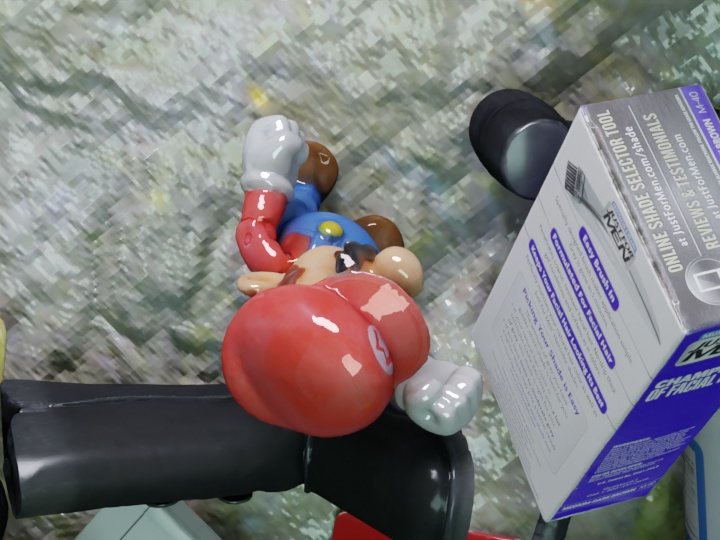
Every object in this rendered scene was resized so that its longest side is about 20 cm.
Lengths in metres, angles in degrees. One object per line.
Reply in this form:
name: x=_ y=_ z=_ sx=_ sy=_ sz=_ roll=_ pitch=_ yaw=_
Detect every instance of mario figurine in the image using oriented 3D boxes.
mario figurine: x=0.000 y=0.000 z=0.712 sx=0.122 sy=0.200 sz=0.107 roll=12 pitch=112 yaw=-7

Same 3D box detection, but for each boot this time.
boot: x=-0.064 y=0.090 z=0.747 sx=0.198 sy=0.165 sz=0.066 roll=4 pitch=97 yaw=-18

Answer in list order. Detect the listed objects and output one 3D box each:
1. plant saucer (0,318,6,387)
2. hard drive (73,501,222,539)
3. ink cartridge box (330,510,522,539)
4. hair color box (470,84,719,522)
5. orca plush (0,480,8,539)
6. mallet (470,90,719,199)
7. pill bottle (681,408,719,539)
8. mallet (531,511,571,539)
plant saucer: x=-0.284 y=0.090 z=0.819 sx=0.198 sy=0.049 sz=0.201 roll=9 pitch=111 yaw=-5
hard drive: x=-0.083 y=0.216 z=0.843 sx=0.200 sy=0.027 sz=0.132 roll=44 pitch=115 yaw=4
ink cartridge box: x=0.021 y=0.241 z=0.882 sx=0.115 sy=0.067 sz=0.201 roll=10 pitch=111 yaw=-7
hair color box: x=0.116 y=0.022 z=0.719 sx=0.064 sy=0.110 sz=0.200 roll=-13 pitch=154 yaw=-16
orca plush: x=-0.228 y=0.047 z=0.728 sx=0.071 sy=0.105 sz=0.200 roll=-45 pitch=83 yaw=18
mallet: x=0.153 y=-0.065 z=0.757 sx=0.198 sy=0.066 sz=0.041 roll=-4 pitch=111 yaw=-2
pill bottle: x=0.219 y=0.096 z=0.808 sx=0.111 sy=0.112 sz=0.201 roll=-7 pitch=113 yaw=0
mallet: x=0.070 y=0.190 z=0.806 sx=0.065 sy=0.041 sz=0.202 roll=4 pitch=102 yaw=-33
